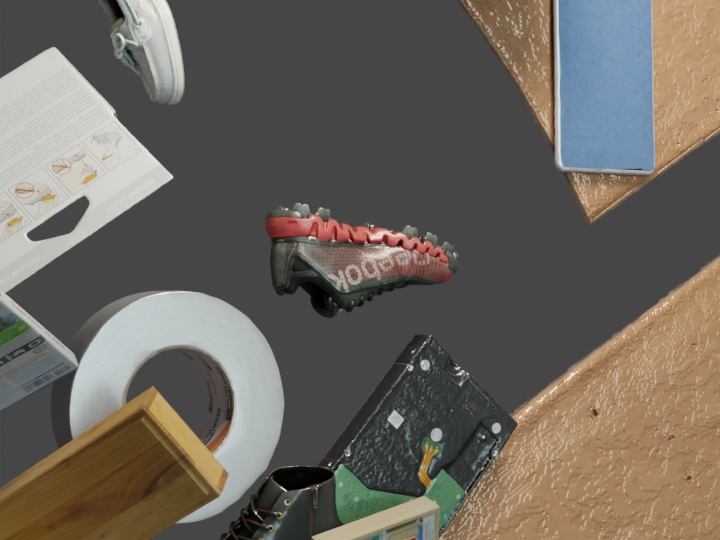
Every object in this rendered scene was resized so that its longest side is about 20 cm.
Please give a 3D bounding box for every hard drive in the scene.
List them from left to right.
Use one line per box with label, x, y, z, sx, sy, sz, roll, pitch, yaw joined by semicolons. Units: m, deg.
hard drive;0.048;0.182;1.375;0.140;0.038;0.201;44;70;-19

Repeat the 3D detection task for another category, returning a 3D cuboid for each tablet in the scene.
tablet;0.259;-0.204;1.505;0.129;0.014;0.203;0;88;-26

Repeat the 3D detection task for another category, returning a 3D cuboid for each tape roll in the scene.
tape roll;-0.169;0.119;1.253;0.198;0.066;0.203;1;87;-26

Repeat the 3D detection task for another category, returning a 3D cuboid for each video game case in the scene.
video game case;-0.321;0.069;1.100;0.142;0.200;0.018;-29;62;1

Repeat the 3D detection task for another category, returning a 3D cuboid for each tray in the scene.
tray;-0.217;0.188;1.173;0.199;0.037;0.099;-33;107;20

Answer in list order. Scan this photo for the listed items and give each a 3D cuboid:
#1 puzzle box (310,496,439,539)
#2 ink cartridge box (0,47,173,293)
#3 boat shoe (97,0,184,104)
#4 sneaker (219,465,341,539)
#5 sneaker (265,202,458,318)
puzzle box;0.013;0.320;1.315;0.132;0.025;0.203;-14;115;-33
ink cartridge box;-0.280;-0.072;1.165;0.199;0.044;0.174;-37;70;-23
boat shoe;-0.212;-0.236;1.240;0.064;0.074;0.204;-24;95;-19
sneaker;-0.107;0.243;1.260;0.198;0.075;0.108;-18;117;-31
sneaker;0.000;0.000;1.338;0.198;0.071;0.099;9;84;-24
